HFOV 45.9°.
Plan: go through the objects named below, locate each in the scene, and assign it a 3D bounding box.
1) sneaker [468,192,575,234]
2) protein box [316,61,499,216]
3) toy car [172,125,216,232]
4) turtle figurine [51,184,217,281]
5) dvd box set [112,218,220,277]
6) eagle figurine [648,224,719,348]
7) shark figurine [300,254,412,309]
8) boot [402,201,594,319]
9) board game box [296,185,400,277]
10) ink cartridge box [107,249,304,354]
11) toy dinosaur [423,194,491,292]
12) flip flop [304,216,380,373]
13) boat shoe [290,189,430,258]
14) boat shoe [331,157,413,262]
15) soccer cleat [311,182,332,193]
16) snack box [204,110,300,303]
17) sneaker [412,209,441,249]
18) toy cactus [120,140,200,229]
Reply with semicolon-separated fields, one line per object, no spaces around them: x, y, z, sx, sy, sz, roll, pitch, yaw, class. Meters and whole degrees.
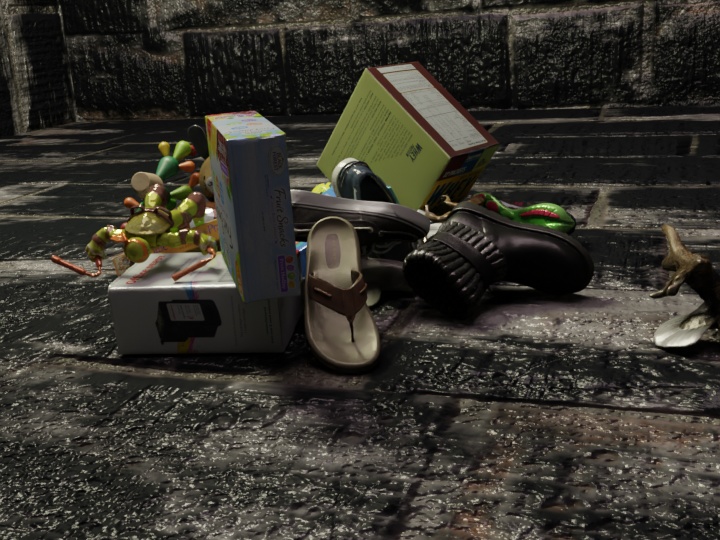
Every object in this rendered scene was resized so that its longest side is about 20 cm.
0.249;-0.077;1.339;0.199;0.078;0.083;17;9;43;sneaker
0.071;-0.181;1.337;0.134;0.199;0.200;-20;62;-45;protein box
-0.227;-0.135;1.385;0.162;0.203;0.158;4;18;24;toy car
-0.255;-0.051;1.011;0.197;0.065;0.162;-3;28;10;turtle figurine
-0.215;-0.030;1.151;0.198;0.030;0.146;-20;-8;5;dvd box set
0.416;0.028;0.882;0.198;0.151;0.153;25;60;-5;eagle figurine
-0.022;0.002;1.087;0.213;0.091;0.127;-16;19;-41;shark figurine
0.168;0.003;1.038;0.209;0.080;0.158;20;36;18;boot
-0.053;-0.061;1.231;0.199;0.045;0.152;-36;24;-9;board game box
-0.177;0.035;1.012;0.197;0.084;0.146;-2;18;7;ink cartridge box
0.137;-0.058;1.165;0.100;0.059;0.201;2;40;4;toy dinosaur
-0.023;0.019;0.928;0.080;0.058;0.202;-3;58;-5;flip flop
-0.009;-0.049;1.045;0.197;0.065;0.071;7;-16;-16;boat shoe
0.030;-0.064;1.141;0.075;0.201;0.062;-37;37;-15;boat shoe
-0.058;-0.129;1.532;0.083;0.065;0.200;22;6;-27;soccer cleat
-0.121;-0.077;0.930;0.067;0.171;0.200;-8;19;-13;snack box
0.111;-0.043;1.235;0.197;0.076;0.087;-4;22;1;sneaker
-0.343;-0.137;1.410;0.102;0.201;0.165;35;-4;7;toy cactus
